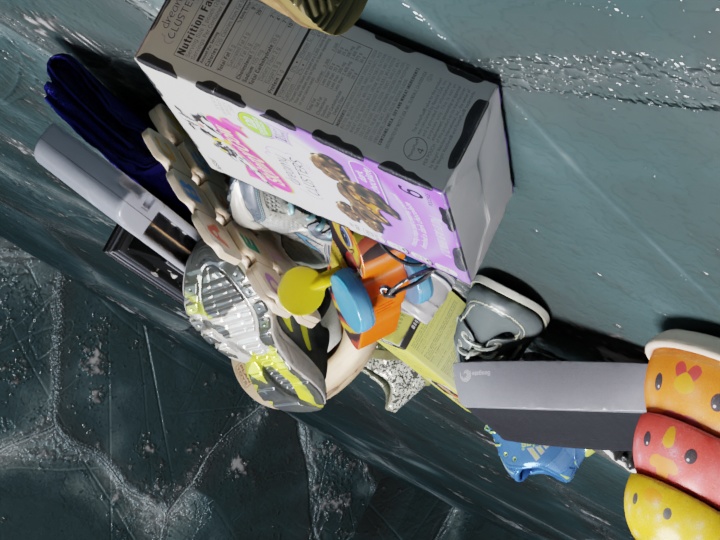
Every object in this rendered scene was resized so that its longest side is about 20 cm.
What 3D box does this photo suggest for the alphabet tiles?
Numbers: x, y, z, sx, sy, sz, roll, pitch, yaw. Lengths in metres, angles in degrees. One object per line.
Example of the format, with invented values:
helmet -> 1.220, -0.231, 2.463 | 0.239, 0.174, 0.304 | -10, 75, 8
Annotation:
alphabet tiles -> -0.098, -0.044, 1.051 | 0.201, 0.015, 0.195 | 58, -169, 21

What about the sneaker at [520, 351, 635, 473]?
sneaker -> 0.231, 0.142, 1.242 | 0.198, 0.067, 0.090 | 27, 173, 26

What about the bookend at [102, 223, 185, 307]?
bookend -> -0.141, 0.004, 1.451 | 0.199, 0.093, 0.198 | 15, 163, 47

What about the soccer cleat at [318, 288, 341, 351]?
soccer cleat -> -0.088, 0.005, 1.250 | 0.200, 0.070, 0.087 | 46, 168, 35

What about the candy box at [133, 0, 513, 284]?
candy box -> -0.014, -0.084, 0.790 | 0.198, 0.072, 0.168 | 25, 169, 16

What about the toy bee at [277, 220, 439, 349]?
toy bee -> 0.010, -0.019, 0.956 | 0.200, 0.130, 0.110 | -41, 73, 52

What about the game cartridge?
game cartridge -> -0.178, -0.045, 1.090 | 0.132, 0.042, 0.200 | 29, 172, 33

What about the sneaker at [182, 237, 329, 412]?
sneaker -> -0.084, 0.033, 1.107 | 0.073, 0.085, 0.201 | -9, 134, 21

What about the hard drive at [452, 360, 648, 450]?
hard drive -> 0.187, 0.115, 1.121 | 0.197, 0.043, 0.135 | -1, 156, 29

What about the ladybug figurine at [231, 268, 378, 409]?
ladybug figurine -> -0.048, 0.059, 1.315 | 0.072, 0.199, 0.137 | -14, -109, -58

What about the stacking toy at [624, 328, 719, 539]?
stacking toy -> 0.234, 0.156, 0.925 | 0.145, 0.202, 0.146 | 26, 169, 6

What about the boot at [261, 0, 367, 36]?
boot -> -0.108, -0.180, 0.610 | 0.198, 0.067, 0.175 | 24, 168, 28

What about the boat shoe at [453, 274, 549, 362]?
boat shoe -> 0.114, 0.057, 1.138 | 0.072, 0.062, 0.200 | 28, 169, 9

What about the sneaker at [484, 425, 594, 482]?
sneaker -> 0.150, 0.151, 1.364 | 0.198, 0.106, 0.076 | 23, 168, 24

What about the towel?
towel -> -0.186, -0.094, 1.139 | 0.148, 0.050, 0.200 | 43, 178, 22

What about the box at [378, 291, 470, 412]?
box -> 0.087, 0.073, 1.256 | 0.050, 0.076, 0.200 | 20, 168, 43

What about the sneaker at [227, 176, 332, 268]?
sneaker -> -0.032, -0.054, 1.020 | 0.085, 0.079, 0.200 | 9, 169, 25

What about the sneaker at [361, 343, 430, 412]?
sneaker -> -0.005, 0.066, 1.364 | 0.200, 0.089, 0.077 | 42, 166, 1

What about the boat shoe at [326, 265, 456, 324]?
boat shoe -> 0.000, 0.000, 1.153 | 0.073, 0.066, 0.199 | 35, 168, -35
